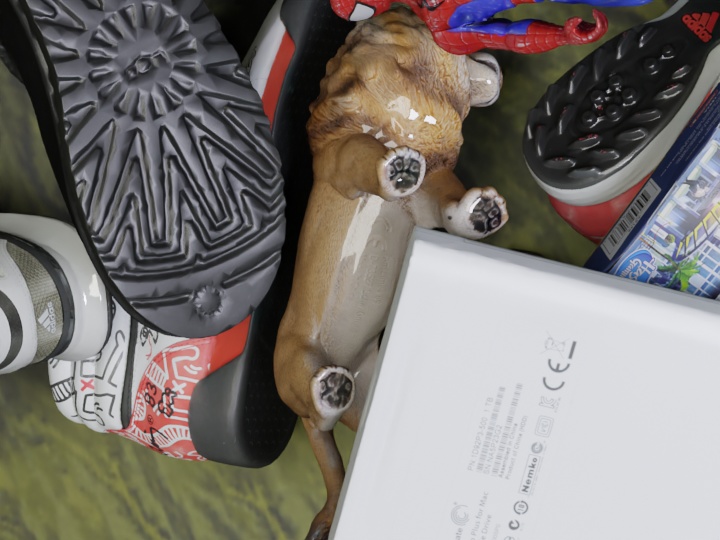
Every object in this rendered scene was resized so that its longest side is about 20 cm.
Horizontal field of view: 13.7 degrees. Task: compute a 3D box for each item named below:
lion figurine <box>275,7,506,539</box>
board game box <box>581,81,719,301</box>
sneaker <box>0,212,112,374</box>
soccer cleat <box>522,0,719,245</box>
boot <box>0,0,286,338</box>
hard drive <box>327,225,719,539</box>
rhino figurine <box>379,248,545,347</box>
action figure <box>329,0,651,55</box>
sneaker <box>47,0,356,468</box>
[{"bbox_3d":[0.000,0.000,1.128,0.072,0.122,0.200,20,97,-23],"label":"lion figurine"},{"bbox_3d":[0.217,-0.014,1.081,0.200,0.062,0.200,35,97,-9],"label":"board game box"},{"bbox_3d":[-0.200,0.009,1.182,0.200,0.115,0.076,6,106,48],"label":"sneaker"},{"bbox_3d":[0.153,-0.084,1.139,0.200,0.073,0.068,-38,51,0],"label":"soccer cleat"},{"bbox_3d":[-0.103,-0.077,1.148,0.079,0.158,0.211,-20,96,-17],"label":"boot"},{"bbox_3d":[0.099,0.071,1.058,0.200,0.026,0.132,14,108,-5],"label":"hard drive"},{"bbox_3d":[0.061,0.037,1.170,0.200,0.060,0.088,6,94,22],"label":"rhino figurine"},{"bbox_3d":[0.077,-0.113,1.055,0.200,0.052,0.066,-9,101,31],"label":"action figure"},{"bbox_3d":[-0.068,-0.027,1.199,0.108,0.067,0.202,9,86,30],"label":"sneaker"}]
